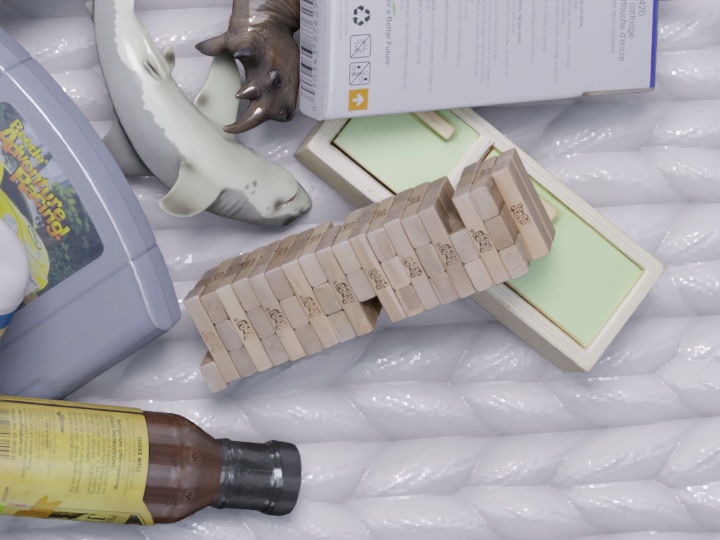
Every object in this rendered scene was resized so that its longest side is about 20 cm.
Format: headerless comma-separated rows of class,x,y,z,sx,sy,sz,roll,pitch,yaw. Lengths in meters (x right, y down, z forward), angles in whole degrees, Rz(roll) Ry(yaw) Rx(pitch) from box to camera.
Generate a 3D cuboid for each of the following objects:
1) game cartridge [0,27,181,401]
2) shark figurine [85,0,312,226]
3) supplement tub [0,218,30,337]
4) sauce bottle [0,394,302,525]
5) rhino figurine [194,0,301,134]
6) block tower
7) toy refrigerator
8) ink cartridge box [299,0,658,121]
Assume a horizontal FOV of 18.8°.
game cartridge,-0.188,-0.031,1.158,0.133,0.041,0.200,-33,94,24
shark figurine,-0.123,-0.097,1.179,0.128,0.089,0.215,-40,104,-50
supplement tub,-0.268,0.047,1.080,0.144,0.145,0.200,30,102,-7
sauce bottle,-0.130,0.105,1.171,0.199,0.065,0.065,8,87,-20
rhino figurine,-0.025,-0.161,1.172,0.087,0.060,0.200,36,80,-41
block tower,0.000,0.000,1.163,0.199,0.054,0.058,-23,105,18
toy refrigerator,0.066,-0.033,1.212,0.200,0.070,0.076,39,84,-5
ink cartridge box,0.064,-0.185,1.143,0.199,0.047,0.199,-7,107,-27
